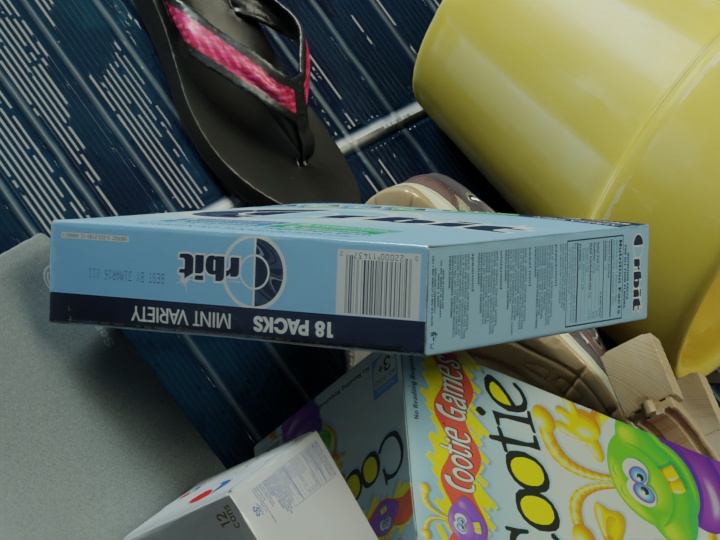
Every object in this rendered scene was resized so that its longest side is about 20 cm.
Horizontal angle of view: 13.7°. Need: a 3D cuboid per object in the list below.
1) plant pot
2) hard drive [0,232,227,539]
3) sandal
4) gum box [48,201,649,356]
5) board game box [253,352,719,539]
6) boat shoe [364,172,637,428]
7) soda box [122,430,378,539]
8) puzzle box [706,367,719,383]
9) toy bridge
[{"bbox_3d":[0.135,-0.078,1.422,0.189,0.201,0.201,36,35,17],"label":"plant pot"},{"bbox_3d":[-0.146,0.079,1.140,0.140,0.033,0.200,52,38,3],"label":"hard drive"},{"bbox_3d":[-0.059,-0.107,1.365,0.075,0.045,0.200,-15,71,-49],"label":"sandal"},{"bbox_3d":[0.000,0.000,1.213,0.200,0.170,0.045,-5,98,-60],"label":"gum box"},{"bbox_3d":[0.066,0.121,1.256,0.200,0.105,0.103,22,46,-32],"label":"board game box"},{"bbox_3d":[0.080,0.035,1.367,0.200,0.072,0.065,48,39,2],"label":"boat shoe"},{"bbox_3d":[-0.007,0.168,1.150,0.064,0.068,0.200,-33,95,-51],"label":"soda box"},{"bbox_3d":[0.223,-0.003,1.573,0.200,0.025,0.133,1,60,-44],"label":"puzzle box"},{"bbox_3d":[0.159,0.081,1.375,0.200,0.027,0.067,30,36,-65],"label":"toy bridge"}]
